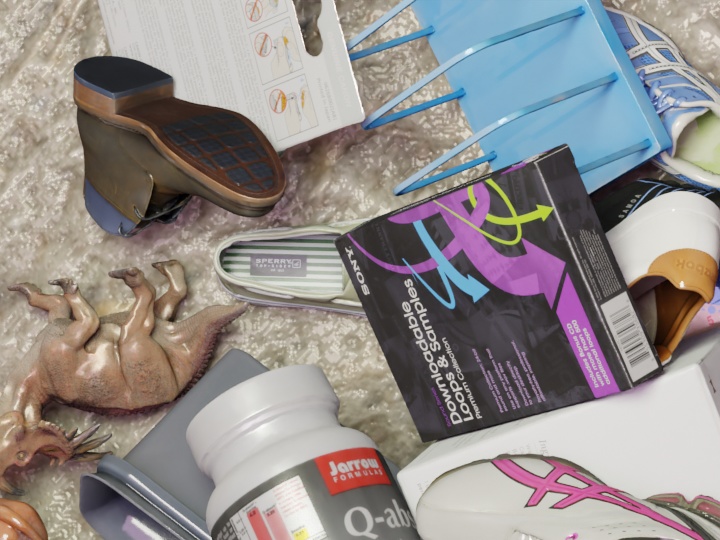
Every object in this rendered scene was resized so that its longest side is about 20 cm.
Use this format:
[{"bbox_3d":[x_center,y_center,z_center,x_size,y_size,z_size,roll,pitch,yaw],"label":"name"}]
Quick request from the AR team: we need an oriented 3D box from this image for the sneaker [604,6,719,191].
[{"bbox_3d":[0.189,-0.110,1.671,0.199,0.077,0.076,32,96,9],"label":"sneaker"}]

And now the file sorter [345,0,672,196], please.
[{"bbox_3d":[0.070,-0.125,1.642,0.139,0.122,0.201,-32,83,48],"label":"file sorter"}]

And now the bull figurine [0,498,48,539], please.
[{"bbox_3d":[-0.266,0.184,1.727,0.065,0.199,0.122,-45,122,-30],"label":"bull figurine"}]

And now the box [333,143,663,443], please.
[{"bbox_3d":[0.078,0.019,1.576,0.199,0.036,0.144,-20,95,52],"label":"box"}]

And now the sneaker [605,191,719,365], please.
[{"bbox_3d":[0.140,0.035,1.584,0.072,0.085,0.200,25,136,-22],"label":"sneaker"}]

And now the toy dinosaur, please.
[{"bbox_3d":[-0.165,0.068,1.733,0.198,0.086,0.137,-9,92,1],"label":"toy dinosaur"}]

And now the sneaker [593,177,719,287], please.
[{"bbox_3d":[0.203,-0.028,1.628,0.199,0.070,0.078,-14,44,20],"label":"sneaker"}]

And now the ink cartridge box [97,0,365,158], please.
[{"bbox_3d":[-0.077,-0.148,1.689,0.199,0.050,0.163,-18,86,39],"label":"ink cartridge box"}]

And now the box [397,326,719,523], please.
[{"bbox_3d":[0.146,0.125,1.611,0.199,0.152,0.107,-21,92,18],"label":"box"}]

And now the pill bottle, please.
[{"bbox_3d":[-0.023,0.165,1.560,0.115,0.116,0.201,-30,69,8],"label":"pill bottle"}]

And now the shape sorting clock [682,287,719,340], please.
[{"bbox_3d":[0.220,0.075,1.683,0.198,0.039,0.202,0,89,10],"label":"shape sorting clock"}]

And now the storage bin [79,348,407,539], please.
[{"bbox_3d":[-0.062,0.158,1.695,0.200,0.146,0.134,37,68,9],"label":"storage bin"}]

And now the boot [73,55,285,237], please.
[{"bbox_3d":[-0.115,-0.056,1.668,0.200,0.074,0.098,37,130,43],"label":"boot"}]

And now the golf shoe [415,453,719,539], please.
[{"bbox_3d":[0.123,0.153,1.494,0.198,0.092,0.073,8,104,15],"label":"golf shoe"}]

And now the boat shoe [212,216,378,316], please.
[{"bbox_3d":[0.000,0.000,1.711,0.198,0.062,0.073,-3,89,9],"label":"boat shoe"}]
